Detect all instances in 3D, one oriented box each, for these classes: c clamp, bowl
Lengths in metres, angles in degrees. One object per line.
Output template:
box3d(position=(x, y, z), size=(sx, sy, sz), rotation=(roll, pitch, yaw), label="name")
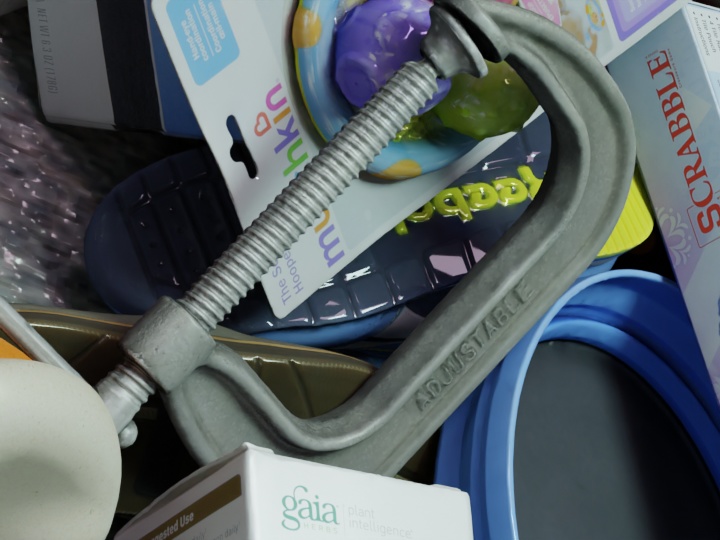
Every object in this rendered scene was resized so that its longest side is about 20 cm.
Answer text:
box3d(position=(-0.003, -0.008, 0.839), size=(0.200, 0.027, 0.171), rotation=(-43, 132, -13), label="c clamp")
box3d(position=(0.096, 0.100, 0.948), size=(0.200, 0.039, 0.201), rotation=(26, 54, -43), label="bowl")

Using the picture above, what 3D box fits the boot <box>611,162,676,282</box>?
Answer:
box3d(position=(0.137, -0.035, 1.107), size=(0.200, 0.072, 0.144), rotation=(43, 37, -4), label="boot")

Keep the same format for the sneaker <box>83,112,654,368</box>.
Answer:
box3d(position=(0.000, 0.000, 0.964), size=(0.200, 0.082, 0.074), rotation=(-5, 63, -25), label="sneaker")

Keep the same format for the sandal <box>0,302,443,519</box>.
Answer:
box3d(position=(-0.057, 0.051, 0.887), size=(0.200, 0.082, 0.055), rotation=(13, 13, -31), label="sandal")

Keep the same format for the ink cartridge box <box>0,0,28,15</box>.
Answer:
box3d(position=(-0.127, -0.140, 0.995), size=(0.095, 0.037, 0.200), rotation=(53, 40, 8), label="ink cartridge box")

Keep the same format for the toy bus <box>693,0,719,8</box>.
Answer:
box3d(position=(0.202, -0.185, 1.156), size=(0.200, 0.192, 0.136), rotation=(63, 16, 20), label="toy bus")

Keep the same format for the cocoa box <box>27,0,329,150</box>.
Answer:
box3d(position=(-0.004, -0.132, 0.978), size=(0.200, 0.131, 0.134), rotation=(-26, 118, -48), label="cocoa box")

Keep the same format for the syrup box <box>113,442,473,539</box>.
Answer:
box3d(position=(-0.015, 0.158, 0.805), size=(0.079, 0.081, 0.200), rotation=(14, 57, -32), label="syrup box")

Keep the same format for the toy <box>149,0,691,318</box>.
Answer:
box3d(position=(0.037, -0.083, 0.887), size=(0.200, 0.047, 0.115), rotation=(-40, 123, -30), label="toy")

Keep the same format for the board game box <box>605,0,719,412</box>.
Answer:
box3d(position=(0.187, 0.012, 1.022), size=(0.199, 0.041, 0.200), rotation=(8, 60, -47), label="board game box")

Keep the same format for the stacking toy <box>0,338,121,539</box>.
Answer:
box3d(position=(-0.170, 0.022, 0.785), size=(0.146, 0.146, 0.200), rotation=(-8, 49, -43), label="stacking toy")
